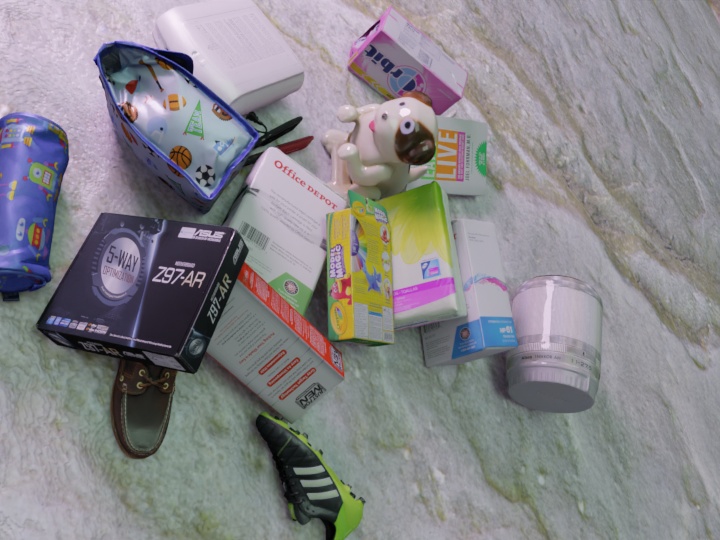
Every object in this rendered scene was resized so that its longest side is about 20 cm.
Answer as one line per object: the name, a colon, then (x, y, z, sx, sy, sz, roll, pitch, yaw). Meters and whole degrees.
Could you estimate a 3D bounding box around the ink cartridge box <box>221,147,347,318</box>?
ink cartridge box: (-0.120, -0.044, 0.872, 0.144, 0.084, 0.204, 34, 57, -20)

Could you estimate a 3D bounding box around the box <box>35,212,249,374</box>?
box: (-0.244, 0.019, 0.708, 0.044, 0.194, 0.164, 68, 35, -54)

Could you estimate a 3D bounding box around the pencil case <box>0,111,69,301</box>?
pencil case: (-0.380, -0.073, 0.705, 0.086, 0.077, 0.206, 22, 60, -49)

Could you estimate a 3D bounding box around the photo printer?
photo printer: (-0.191, -0.308, 0.903, 0.167, 0.069, 0.200, 50, 41, -2)

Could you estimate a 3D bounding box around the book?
book: (0.149, -0.207, 1.132, 0.195, 0.048, 0.138, -3, 95, -35)

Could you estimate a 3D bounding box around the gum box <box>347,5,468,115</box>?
gum box: (0.080, -0.358, 1.108, 0.197, 0.113, 0.067, 33, 57, -21)

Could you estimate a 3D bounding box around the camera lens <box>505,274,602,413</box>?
camera lens: (0.336, 0.124, 1.084, 0.157, 0.159, 0.205, 27, 60, -24)

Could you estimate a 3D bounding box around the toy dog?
toy dog: (0.042, -0.181, 0.953, 0.189, 0.200, 0.144, 17, 66, -19)

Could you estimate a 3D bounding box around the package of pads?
package of pads: (0.070, -0.016, 0.956, 0.068, 0.151, 0.206, 21, 58, -61)

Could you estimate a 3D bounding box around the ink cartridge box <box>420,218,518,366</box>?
ink cartridge box: (0.160, 0.038, 1.001, 0.083, 0.144, 0.206, 2, 72, -33)

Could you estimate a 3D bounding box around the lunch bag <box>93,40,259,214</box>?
lunch bag: (-0.235, -0.183, 0.778, 0.199, 0.170, 0.125, 39, 77, -12)

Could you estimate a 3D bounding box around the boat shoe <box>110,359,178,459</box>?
boat shoe: (-0.251, 0.114, 0.735, 0.069, 0.070, 0.206, 7, 70, -33)

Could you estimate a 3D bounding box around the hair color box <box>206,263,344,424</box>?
hair color box: (-0.120, 0.091, 0.790, 0.200, 0.101, 0.062, 46, 12, -22)

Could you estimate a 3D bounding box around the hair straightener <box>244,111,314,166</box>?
hair straightener: (-0.162, -0.197, 0.934, 0.197, 0.041, 0.078, -30, 91, -34)

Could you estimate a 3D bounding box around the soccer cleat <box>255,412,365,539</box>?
soccer cleat: (-0.075, 0.272, 0.806, 0.081, 0.067, 0.201, -45, 101, -24)

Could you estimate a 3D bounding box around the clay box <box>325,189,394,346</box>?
clay box: (0.000, 0.000, 0.885, 0.114, 0.046, 0.207, 18, 66, -56)
